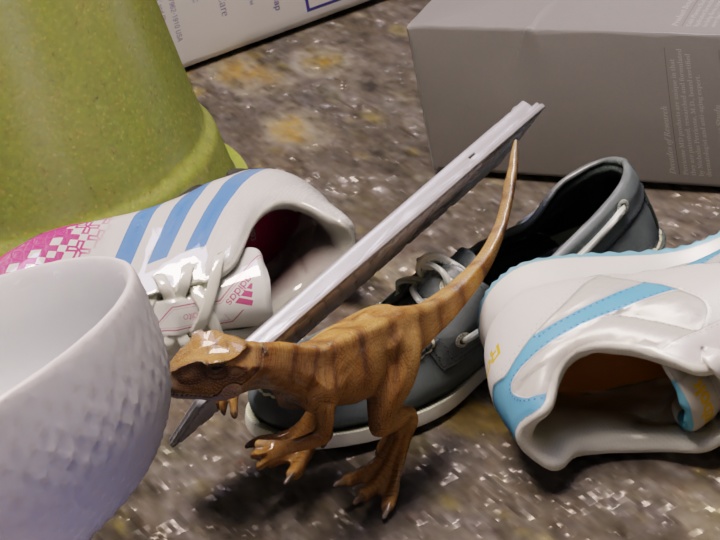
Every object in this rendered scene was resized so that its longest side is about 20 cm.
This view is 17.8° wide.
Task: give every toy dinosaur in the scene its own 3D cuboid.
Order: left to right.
[{"bbox_3d":[0.008,0.033,0.872,0.060,0.107,0.199,34,36,26],"label":"toy dinosaur"}]

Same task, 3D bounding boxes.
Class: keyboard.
[{"bbox_3d":[0.000,0.000,0.918,0.011,0.056,0.200,44,63,10],"label":"keyboard"}]

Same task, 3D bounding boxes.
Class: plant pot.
[{"bbox_3d":[-0.165,-0.098,1.094,0.198,0.186,0.201,-9,28,5],"label":"plant pot"}]

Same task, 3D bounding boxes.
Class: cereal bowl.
[{"bbox_3d":[-0.150,0.074,0.775,0.198,0.084,0.200,-20,14,5],"label":"cereal bowl"}]

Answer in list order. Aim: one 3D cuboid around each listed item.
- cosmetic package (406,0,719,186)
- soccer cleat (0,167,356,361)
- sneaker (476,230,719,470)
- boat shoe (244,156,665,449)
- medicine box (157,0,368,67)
[{"bbox_3d":[0.133,-0.100,1.094,0.198,0.091,0.107,4,32,31],"label":"cosmetic package"},{"bbox_3d":[-0.090,0.010,0.993,0.199,0.070,0.086,-28,33,-28],"label":"soccer cleat"},{"bbox_3d":[0.147,0.027,0.886,0.198,0.077,0.081,-15,37,6],"label":"sneaker"},{"bbox_3d":[0.037,0.011,0.953,0.199,0.062,0.073,-23,32,-17],"label":"boat shoe"},{"bbox_3d":[-0.083,-0.213,1.348,0.199,0.104,0.182,-21,30,-17],"label":"medicine box"}]
